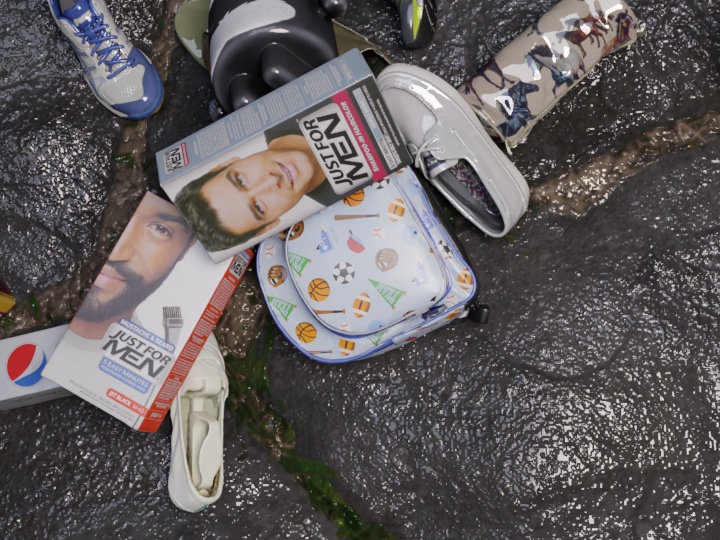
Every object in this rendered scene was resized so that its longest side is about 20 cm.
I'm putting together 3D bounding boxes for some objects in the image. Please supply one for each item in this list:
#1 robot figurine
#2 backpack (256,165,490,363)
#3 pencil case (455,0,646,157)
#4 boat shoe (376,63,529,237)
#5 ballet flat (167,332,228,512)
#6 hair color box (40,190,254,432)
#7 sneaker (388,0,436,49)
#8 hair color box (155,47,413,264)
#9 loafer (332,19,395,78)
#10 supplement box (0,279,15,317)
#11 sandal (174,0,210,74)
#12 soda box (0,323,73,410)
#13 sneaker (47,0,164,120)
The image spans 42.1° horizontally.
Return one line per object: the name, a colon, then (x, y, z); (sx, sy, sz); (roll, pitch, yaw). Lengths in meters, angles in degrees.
robot figurine: (-0.082, -0.214, 0.897); (0.149, 0.125, 0.201); (-10, 47, -1)
backpack: (0.000, 0.000, 0.904); (0.190, 0.154, 0.201); (-31, 78, 12)
pencil case: (0.192, -0.207, 0.947); (0.200, 0.078, 0.090); (-41, 89, -1)
boat shoe: (0.083, -0.113, 0.914); (0.072, 0.069, 0.200); (-28, 109, 39)
ballet flat: (-0.158, 0.138, 0.932); (0.069, 0.069, 0.201); (-3, 81, 8)
hair color box: (-0.201, 0.040, 0.896); (0.111, 0.064, 0.201); (26, 81, 9)
sneaker: (0.030, -0.321, 1.008); (0.081, 0.074, 0.201); (-17, 69, 12)
hair color box: (-0.066, -0.098, 0.817); (0.199, 0.099, 0.061); (-27, 38, 4)
loafer: (-0.008, -0.221, 0.985); (0.200, 0.070, 0.075); (32, 85, 14)
supplement box: (-0.490, 0.053, 0.976); (0.200, 0.131, 0.103); (-43, 74, -2)
sandal: (-0.126, -0.223, 1.003); (0.080, 0.057, 0.201); (-46, 76, 15)
soda box: (-0.300, 0.093, 0.967); (0.199, 0.068, 0.064); (-13, 77, 7)
sneaker: (-0.293, -0.252, 1.030); (0.075, 0.088, 0.200); (-38, 77, -2)
